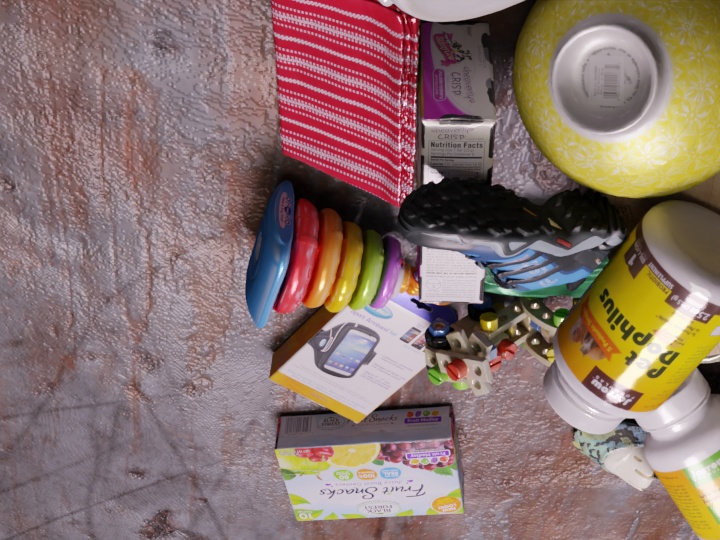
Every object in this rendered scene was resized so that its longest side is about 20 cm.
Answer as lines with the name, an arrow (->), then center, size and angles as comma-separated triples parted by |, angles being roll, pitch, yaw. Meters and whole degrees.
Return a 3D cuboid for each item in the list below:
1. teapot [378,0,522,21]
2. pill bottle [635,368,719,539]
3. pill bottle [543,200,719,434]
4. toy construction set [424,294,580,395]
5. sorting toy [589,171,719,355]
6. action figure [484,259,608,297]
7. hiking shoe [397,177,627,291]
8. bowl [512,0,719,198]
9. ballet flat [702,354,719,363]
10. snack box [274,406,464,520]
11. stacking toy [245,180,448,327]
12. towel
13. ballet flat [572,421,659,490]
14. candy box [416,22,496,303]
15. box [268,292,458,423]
teapot -> 0.075, -0.276, 0.846 | 0.200, 0.146, 0.197 | -15, 164, -26
pill bottle -> 0.367, 0.201, 1.272 | 0.111, 0.111, 0.200 | -30, 100, 29
pill bottle -> 0.232, 0.046, 1.003 | 0.109, 0.109, 0.200 | 19, 130, -14
toy construction set -> 0.138, 0.074, 1.166 | 0.200, 0.131, 0.092 | -14, 120, -42
sorting toy -> 0.318, -0.028, 1.046 | 0.198, 0.070, 0.200 | -13, 126, 19
action figure -> 0.173, -0.014, 1.150 | 0.199, 0.055, 0.118 | -3, 134, 0
hiking shoe -> 0.115, -0.017, 0.954 | 0.199, 0.074, 0.087 | 4, 129, -25
bowl -> 0.196, -0.146, 0.915 | 0.200, 0.108, 0.201 | 7, 105, 27
ballet flat -> 0.408, 0.047, 1.202 | 0.199, 0.068, 0.062 | -14, 159, 22
snack box -> 0.014, 0.223, 1.394 | 0.199, 0.053, 0.142 | -4, 135, 8
stacking toy -> 0.000, 0.000, 1.140 | 0.199, 0.116, 0.110 | 13, 134, -12
towel -> -0.016, -0.152, 1.006 | 0.144, 0.022, 0.200 | 27, 140, 26
ballet flat -> 0.335, 0.216, 1.354 | 0.199, 0.074, 0.074 | 10, 134, -5
candy box -> 0.078, -0.088, 1.029 | 0.061, 0.137, 0.200 | 1, 133, 2
box -> 0.009, 0.073, 1.259 | 0.119, 0.042, 0.200 | 30, 127, -23
